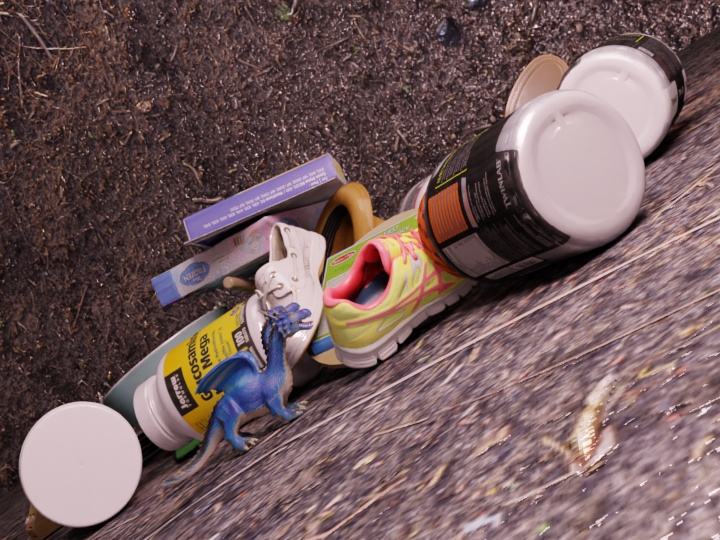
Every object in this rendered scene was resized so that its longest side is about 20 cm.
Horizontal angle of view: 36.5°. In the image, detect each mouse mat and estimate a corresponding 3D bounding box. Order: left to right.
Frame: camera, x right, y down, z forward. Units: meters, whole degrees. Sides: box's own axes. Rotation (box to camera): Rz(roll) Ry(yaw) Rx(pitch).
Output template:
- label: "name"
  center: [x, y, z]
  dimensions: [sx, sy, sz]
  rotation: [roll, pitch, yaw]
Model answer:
- label: "mouse mat"
  center: [-0.145, 0.169, 1.333]
  dimensions: [0.199, 0.008, 0.161]
  rotation: [-33, 3, -11]

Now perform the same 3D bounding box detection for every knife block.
- label: "knife block"
  center: [-0.343, 0.271, 1.467]
  dimensions: [0.064, 0.173, 0.203]
  rotation: [151, 131, -62]

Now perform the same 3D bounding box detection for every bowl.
- label: "bowl"
  center: [-0.224, 0.149, 1.417]
  dimensions: [0.200, 0.105, 0.201]
  rotation: [-39, -4, -3]

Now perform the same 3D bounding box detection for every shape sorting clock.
- label: "shape sorting clock"
  center: [0.020, 0.016, 1.106]
  dimensions: [0.199, 0.039, 0.202]
  rotation: [-32, 35, 25]

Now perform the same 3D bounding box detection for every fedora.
- label: "fedora"
  center: [0.000, 0.000, 1.284]
  dimensions: [0.081, 0.204, 0.200]
  rotation: [8, -17, -25]

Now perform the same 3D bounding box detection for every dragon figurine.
- label: "dragon figurine"
  center: [-0.115, 0.110, 1.011]
  dimensions: [0.199, 0.100, 0.059]
  rotation: [-33, 2, 3]

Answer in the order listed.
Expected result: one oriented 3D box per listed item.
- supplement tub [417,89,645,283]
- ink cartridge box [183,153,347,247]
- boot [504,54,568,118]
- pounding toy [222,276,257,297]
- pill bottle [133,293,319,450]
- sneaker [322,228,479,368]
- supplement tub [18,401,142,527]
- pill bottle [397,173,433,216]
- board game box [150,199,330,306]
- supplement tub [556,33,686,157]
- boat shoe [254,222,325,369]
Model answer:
- label: "supplement tub"
  center: [0.129, -0.059, 0.890]
  dimensions: [0.122, 0.123, 0.200]
  rotation: [-34, 3, -24]
- label: "ink cartridge box"
  center: [-0.116, -0.085, 1.341]
  dimensions: [0.195, 0.048, 0.200]
  rotation: [-23, -4, 3]
- label: "boot"
  center: [0.200, -0.152, 1.334]
  dimensions: [0.155, 0.073, 0.203]
  rotation: [54, -128, -85]
- label: "pounding toy"
  center: [-0.089, 0.036, 1.429]
  dimensions: [0.199, 0.143, 0.184]
  rotation: [-36, 4, -26]
- label: "pill bottle"
  center: [-0.152, 0.117, 1.207]
  dimensions: [0.199, 0.113, 0.112]
  rotation: [-33, 2, 20]
- label: "sneaker"
  center: [0.044, -0.005, 0.985]
  dimensions: [0.200, 0.091, 0.078]
  rotation: [-45, 42, -16]
- label: "supplement tub"
  center: [-0.316, 0.215, 1.228]
  dimensions: [0.131, 0.133, 0.200]
  rotation: [-34, 3, -16]
- label: "pill bottle"
  center: [0.103, -0.057, 1.259]
  dimensions: [0.113, 0.115, 0.200]
  rotation: [-33, 2, -6]
- label: "board game box"
  center: [-0.136, -0.025, 1.409]
  dimensions: [0.197, 0.044, 0.199]
  rotation: [-27, -3, 30]
- label: "supplement tub"
  center: [0.289, -0.191, 1.193]
  dimensions: [0.122, 0.123, 0.200]
  rotation: [-31, 3, 29]
- label: "boat shoe"
  center: [-0.080, 0.022, 1.137]
  dimensions: [0.071, 0.069, 0.201]
  rotation: [-54, 21, 29]
